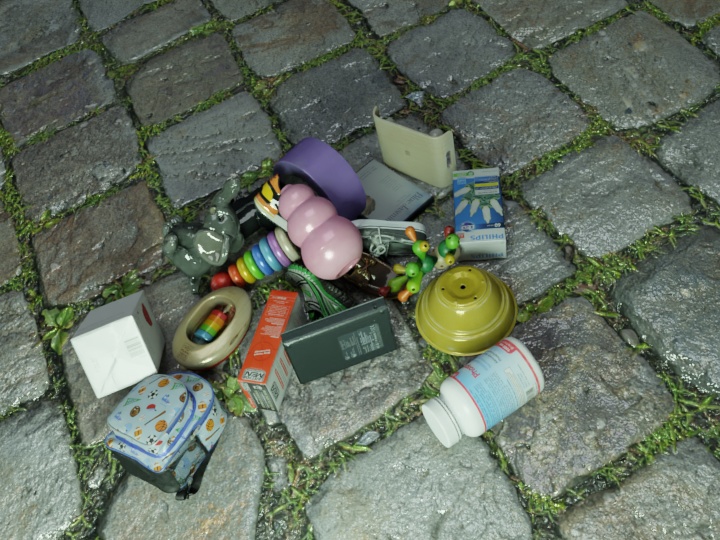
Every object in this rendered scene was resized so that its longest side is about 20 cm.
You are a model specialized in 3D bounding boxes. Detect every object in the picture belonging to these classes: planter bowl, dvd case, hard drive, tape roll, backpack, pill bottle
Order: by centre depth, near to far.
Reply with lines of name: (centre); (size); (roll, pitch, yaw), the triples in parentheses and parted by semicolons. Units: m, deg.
pill bottle: (0.206, 0.209, 1.300); (0.198, 0.110, 0.109); (-31, 52, -13)
backpack: (-0.339, 0.271, 1.361); (0.197, 0.156, 0.191); (18, 47, 29)
hard drive: (-0.036, 0.131, 1.399); (0.196, 0.141, 0.033); (-20, 50, -3)
planter bowl: (0.196, 0.053, 1.444); (0.196, 0.084, 0.203); (-7, 51, 8)
tape roll: (-0.087, -0.173, 1.613); (0.198, 0.202, 0.085); (31, 62, 32)
dvd case: (0.046, -0.161, 1.692); (0.142, 0.018, 0.199); (-40, 54, -19)

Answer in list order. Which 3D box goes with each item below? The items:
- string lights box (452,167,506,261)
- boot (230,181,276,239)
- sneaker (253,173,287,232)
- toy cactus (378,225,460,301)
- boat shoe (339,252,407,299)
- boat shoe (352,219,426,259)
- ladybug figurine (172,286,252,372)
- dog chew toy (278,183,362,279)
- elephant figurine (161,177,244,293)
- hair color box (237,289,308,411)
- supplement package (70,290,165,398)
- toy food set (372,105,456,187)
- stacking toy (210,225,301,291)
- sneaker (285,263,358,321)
string lights box: (0.245, -0.117, 1.583); (0.100, 0.059, 0.203); (-4, 51, 8)
boot: (-0.234, -0.098, 1.674); (0.161, 0.074, 0.199); (-30, 53, -8)
sneaker: (-0.118, -0.118, 1.561); (0.090, 0.198, 0.070); (-49, 25, 19)
toy cactus: (0.127, -0.023, 1.450); (0.164, 0.201, 0.103); (-19, 65, -48)
boat shoe: (0.000, 0.000, 1.539); (0.197, 0.071, 0.071); (17, 68, 24)
boat shoe: (0.040, -0.056, 1.570); (0.195, 0.074, 0.069); (2, 58, -10)
ladybug figurine: (-0.287, 0.123, 1.508); (0.134, 0.073, 0.201); (24, 60, 28)
dog chew toy: (-0.085, -0.082, 1.476); (0.124, 0.125, 0.201); (-36, 80, -17)
elephant figurine: (-0.302, -0.072, 1.577); (0.196, 0.155, 0.144); (-15, 53, 21)
hair color box: (-0.161, 0.148, 1.440); (0.060, 0.102, 0.203); (5, 53, 16)
supplement package: (-0.451, 0.133, 1.449); (0.118, 0.123, 0.200); (-22, 15, -5)
toy food set: (0.120, -0.277, 1.685); (0.198, 0.145, 0.061); (26, 61, 30)
stacking toy: (-0.222, -0.007, 1.586); (0.198, 0.086, 0.086); (-33, 50, 7)
sneaker: (-0.094, 0.050, 1.519); (0.199, 0.078, 0.086); (34, 93, 45)
